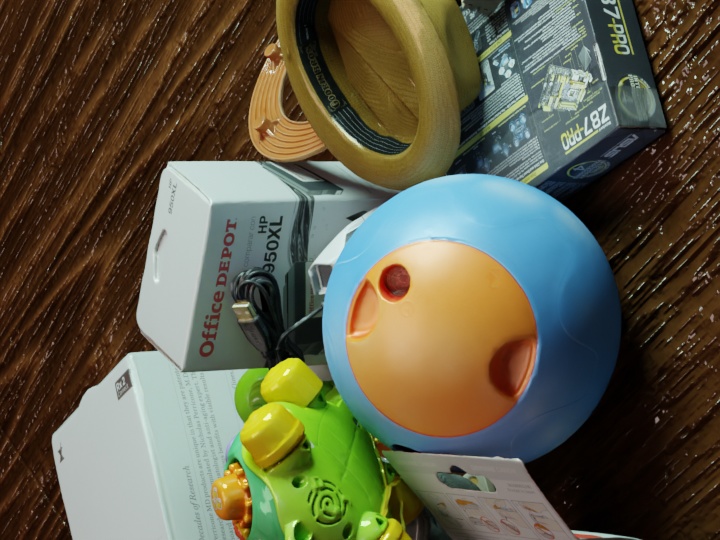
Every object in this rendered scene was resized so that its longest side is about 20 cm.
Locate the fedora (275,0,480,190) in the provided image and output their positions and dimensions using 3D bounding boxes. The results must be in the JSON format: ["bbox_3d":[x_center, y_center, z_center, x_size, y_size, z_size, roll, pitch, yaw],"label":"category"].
[{"bbox_3d":[0.023,-0.156,1.471,0.201,0.082,0.201,35,138,39],"label":"fedora"}]

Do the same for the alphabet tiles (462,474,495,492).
[{"bbox_3d":[0.087,0.257,1.564,0.200,0.015,0.196,-43,56,51],"label":"alphabet tiles"}]

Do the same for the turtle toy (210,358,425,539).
[{"bbox_3d":[-0.036,0.142,1.408,0.101,0.146,0.200,-39,11,18],"label":"turtle toy"}]

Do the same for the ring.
[{"bbox_3d":[-0.020,-0.172,1.613,0.200,0.019,0.200,-33,37,29],"label":"ring"}]

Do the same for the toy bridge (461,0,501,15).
[{"bbox_3d":[0.073,-0.256,1.501,0.067,0.027,0.200,124,150,-42],"label":"toy bridge"}]

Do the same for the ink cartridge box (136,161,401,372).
[{"bbox_3d":[-0.058,-0.004,1.608,0.084,0.200,0.145,39,124,51],"label":"ink cartridge box"}]

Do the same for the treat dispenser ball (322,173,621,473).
[{"bbox_3d":[0.074,0.035,1.396,0.201,0.201,0.201,5,95,58],"label":"treat dispenser ball"}]

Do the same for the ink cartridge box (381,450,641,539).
[{"bbox_3d":[0.125,0.176,1.359,0.200,0.050,0.162,52,154,-19],"label":"ink cartridge box"}]

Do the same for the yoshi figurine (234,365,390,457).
[{"bbox_3d":[-0.037,0.123,1.672,0.200,0.112,0.112,48,137,50],"label":"yoshi figurine"}]

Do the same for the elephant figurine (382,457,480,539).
[{"bbox_3d":[0.025,0.196,1.511,0.142,0.155,0.200,145,114,-80],"label":"elephant figurine"}]

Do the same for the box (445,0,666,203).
[{"bbox_3d":[0.121,-0.131,1.457,0.200,0.049,0.161,-38,57,52],"label":"box"}]

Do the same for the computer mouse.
[{"bbox_3d":[0.000,0.000,1.558,0.110,0.200,0.044,58,179,-32],"label":"computer mouse"}]

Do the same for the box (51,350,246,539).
[{"bbox_3d":[-0.168,0.196,1.860,0.199,0.131,0.200,-44,55,51],"label":"box"}]
